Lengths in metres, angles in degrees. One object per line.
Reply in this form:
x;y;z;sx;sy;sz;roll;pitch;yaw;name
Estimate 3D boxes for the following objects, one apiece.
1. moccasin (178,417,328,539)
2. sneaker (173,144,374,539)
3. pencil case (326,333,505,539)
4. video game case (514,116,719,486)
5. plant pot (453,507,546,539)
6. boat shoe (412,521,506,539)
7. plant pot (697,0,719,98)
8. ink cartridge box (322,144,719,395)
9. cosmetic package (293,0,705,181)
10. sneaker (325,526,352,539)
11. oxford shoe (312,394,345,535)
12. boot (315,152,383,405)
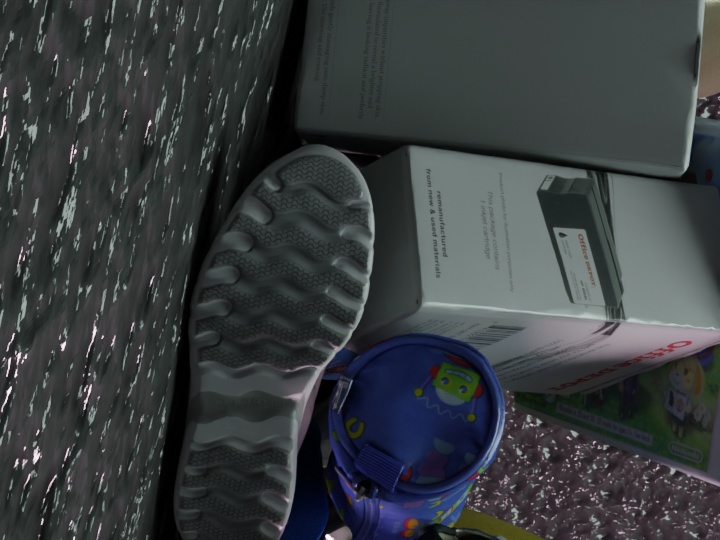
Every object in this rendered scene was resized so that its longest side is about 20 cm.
-0.049;0.134;1.121;0.200;0.080;0.069;-61;167;-70;moccasin
-0.048;0.029;1.015;0.082;0.074;0.201;-96;-157;-65;sneaker
0.022;0.089;1.088;0.087;0.078;0.200;-48;172;-12;pencil case
0.157;0.007;1.185;0.200;0.022;0.183;18;-78;57;video game case
0.051;0.215;1.257;0.200;0.142;0.200;-43;-177;3;plant pot
0.057;0.160;1.086;0.060;0.076;0.200;-45;165;10;boat shoe
0.105;-0.176;1.257;0.187;0.199;0.188;26;-58;51;plant pot
0.068;0.005;1.123;0.144;0.199;0.085;-25;-116;53;ink cartridge box
0.072;-0.110;1.121;0.081;0.199;0.114;51;46;-86;cosmetic package
-0.036;0.161;1.352;0.200;0.079;0.074;100;3;-52;sneaker
0.014;0.085;1.238;0.200;0.075;0.058;-39;-145;3;oxford shoe
0.000;0.000;1.256;0.168;0.200;0.076;-51;-137;10;boot
